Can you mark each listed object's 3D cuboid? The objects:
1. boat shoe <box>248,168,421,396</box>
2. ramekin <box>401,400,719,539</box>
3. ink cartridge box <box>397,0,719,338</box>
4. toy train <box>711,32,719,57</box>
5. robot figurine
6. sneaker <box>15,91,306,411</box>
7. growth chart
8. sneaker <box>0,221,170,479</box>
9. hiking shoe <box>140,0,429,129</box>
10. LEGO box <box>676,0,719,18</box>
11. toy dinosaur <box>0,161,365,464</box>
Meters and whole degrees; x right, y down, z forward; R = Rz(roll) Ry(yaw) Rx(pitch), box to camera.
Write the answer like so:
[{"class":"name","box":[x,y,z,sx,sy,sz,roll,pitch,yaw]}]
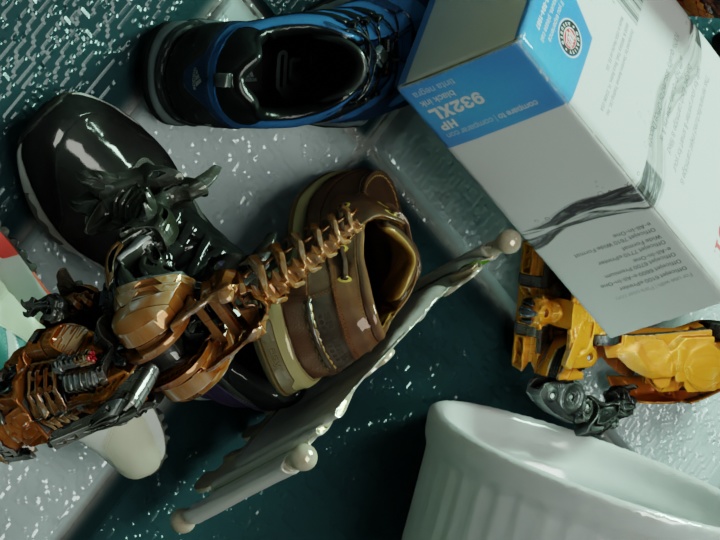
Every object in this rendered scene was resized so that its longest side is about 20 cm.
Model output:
[{"class":"boat shoe","box":[0.000,0.000,1.322,0.200,0.067,0.072,-65,135,-64]},{"class":"ramekin","box":[0.117,0.151,1.427,0.200,0.200,0.098,15,98,-39]},{"class":"ink cartridge box","box":[0.123,-0.086,1.379,0.200,0.084,0.145,48,40,-28]},{"class":"toy train","box":[0.182,-0.117,1.523,0.200,0.034,0.046,-12,103,-36]},{"class":"robot figurine","box":[0.163,0.022,1.520,0.200,0.058,0.145,0,98,-39]},{"class":"sneaker","box":[-0.088,-0.010,1.298,0.076,0.088,0.200,-49,124,-19]},{"class":"growth chart","box":[-0.012,0.057,1.345,0.018,0.145,0.200,49,58,-8]},{"class":"sneaker","box":[-0.179,0.046,1.257,0.093,0.070,0.200,-46,121,-14]},{"class":"hiking shoe","box":[-0.012,-0.102,1.339,0.200,0.087,0.075,-15,108,-35]},{"class":"LEGO box","box":[0.207,-0.238,1.444,0.200,0.149,0.077,-53,125,-18]},{"class":"toy dinosaur","box":[-0.088,0.025,1.185,0.200,0.136,0.102,-7,123,9]}]
